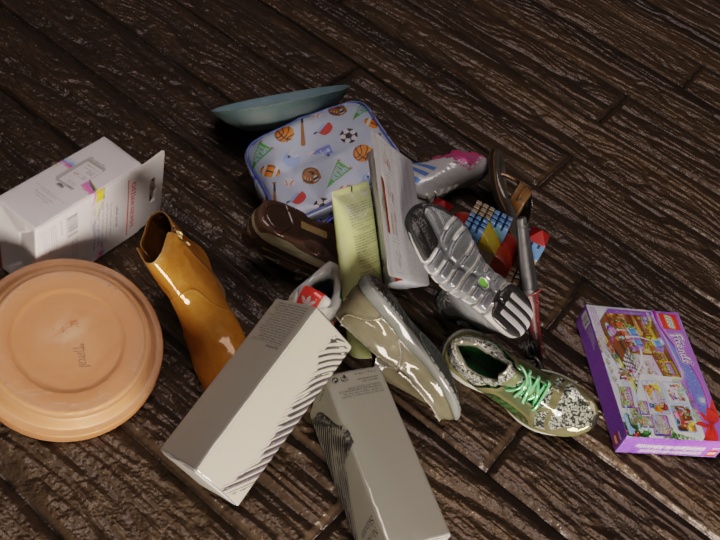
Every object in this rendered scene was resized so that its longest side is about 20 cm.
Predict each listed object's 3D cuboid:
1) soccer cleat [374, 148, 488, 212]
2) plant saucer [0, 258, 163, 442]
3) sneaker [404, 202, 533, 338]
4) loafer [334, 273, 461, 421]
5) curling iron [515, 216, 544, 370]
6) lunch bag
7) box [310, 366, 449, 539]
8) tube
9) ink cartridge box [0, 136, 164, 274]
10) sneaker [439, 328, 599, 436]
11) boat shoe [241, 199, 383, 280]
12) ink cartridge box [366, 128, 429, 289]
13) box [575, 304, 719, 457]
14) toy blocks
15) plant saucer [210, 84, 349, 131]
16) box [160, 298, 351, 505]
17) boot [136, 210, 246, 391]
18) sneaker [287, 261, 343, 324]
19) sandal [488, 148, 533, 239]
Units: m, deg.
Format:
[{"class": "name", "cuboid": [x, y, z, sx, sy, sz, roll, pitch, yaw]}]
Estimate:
[{"class": "soccer cleat", "cuboid": [0.095, -0.118, 1.238, 0.199, 0.070, 0.087, -6, 59, -14]}, {"class": "plant saucer", "cuboid": [-0.307, 0.078, 0.919, 0.199, 0.032, 0.202, 9, 63, -18]}, {"class": "sneaker", "cuboid": [0.104, 0.011, 1.043, 0.200, 0.115, 0.075, 47, 64, -12]}, {"class": "loafer", "cuboid": [0.043, 0.096, 0.991, 0.200, 0.069, 0.075, 53, 11, -12]}, {"class": "curling iron", "cuboid": [0.207, 0.034, 1.059, 0.025, 0.201, 0.050, -3, 10, 12]}, {"class": "lunch bag", "cuboid": [-0.048, -0.127, 1.160, 0.199, 0.076, 0.161, -27, 64, -9]}, {"class": "box", "cuboid": [0.015, 0.205, 0.897, 0.068, 0.082, 0.201, -7, 50, -22]}, {"class": "tube", "cuboid": [0.000, 0.000, 1.016, 0.052, 0.201, 0.058, -8, 14, -7]}, {"class": "ink cartridge box", "cuboid": [-0.324, -0.074, 1.029, 0.067, 0.117, 0.200, 35, 48, 14]}, {"class": "sneaker", "cuboid": [0.178, 0.131, 1.004, 0.199, 0.089, 0.077, 26, 87, 13]}, {"class": "boat shoe", "cuboid": [-0.056, -0.019, 1.094, 0.202, 0.075, 0.075, 29, 45, -23]}, {"class": "ink cartridge box", "cuboid": [0.029, -0.063, 1.011, 0.057, 0.200, 0.164, -9, 84, 20]}, {"class": "box", "cuboid": [0.363, 0.136, 1.103, 0.136, 0.039, 0.201, 5, 48, -12]}, {"class": "toy blocks", "cuboid": [0.146, -0.024, 1.113, 0.199, 0.137, 0.100, 26, 47, 8]}, {"class": "plant saucer", "cuboid": [-0.110, -0.226, 1.237, 0.200, 0.039, 0.201, -10, 15, 3]}, {"class": "box", "cuboid": [-0.103, 0.128, 0.885, 0.082, 0.068, 0.200, 9, 57, 52]}, {"class": "boot", "cuboid": [-0.186, 0.038, 0.946, 0.070, 0.144, 0.202, -28, 47, 6]}, {"class": "sneaker", "cuboid": [-0.078, 0.064, 0.995, 0.070, 0.094, 0.200, 29, 47, 10]}, {"class": "sandal", "cuboid": [0.218, -0.086, 1.223, 0.054, 0.082, 0.201, -15, 51, 9]}]
